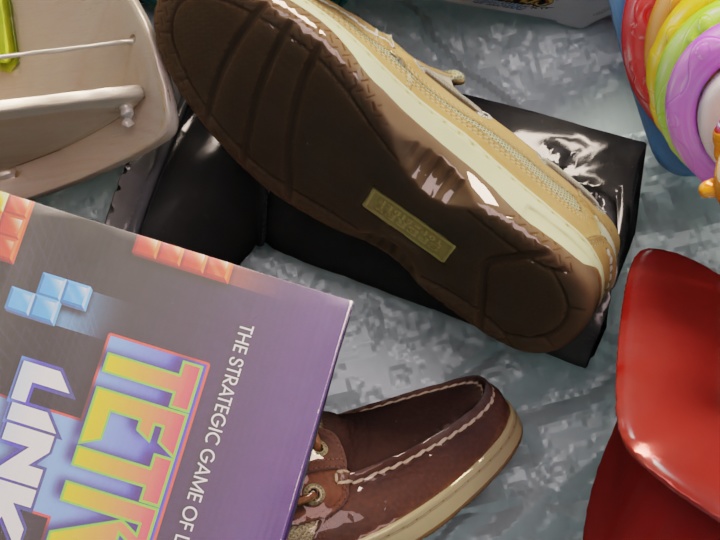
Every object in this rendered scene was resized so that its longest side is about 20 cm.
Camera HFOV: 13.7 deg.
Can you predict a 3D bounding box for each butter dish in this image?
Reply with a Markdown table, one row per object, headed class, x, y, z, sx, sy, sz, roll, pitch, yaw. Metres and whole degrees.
| class | x | y | z | sx | sy | sz | roll | pitch | yaw |
| --- | --- | --- | --- | --- | --- | --- | --- | --- | --- |
| butter dish | 0.153 | 0.113 | 1.103 | 0.199 | 0.200 | 0.148 | 31 | 113 | -6 |

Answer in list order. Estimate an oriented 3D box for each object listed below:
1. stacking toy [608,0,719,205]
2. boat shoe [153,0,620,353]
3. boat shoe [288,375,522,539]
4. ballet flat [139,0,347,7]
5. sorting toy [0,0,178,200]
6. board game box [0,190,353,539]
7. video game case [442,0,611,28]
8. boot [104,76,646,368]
| class | x | y | z | sx | sy | sz | roll | pitch | yaw |
| --- | --- | --- | --- | --- | --- | --- | --- | --- | --- |
| stacking toy | 0.144 | -0.063 | 1.084 | 0.116 | 0.200 | 0.110 | -12 | 110 | 14 |
| boat shoe | 0.012 | -0.052 | 1.127 | 0.200 | 0.072 | 0.076 | 41 | 39 | -4 |
| boat shoe | -0.035 | 0.077 | 1.125 | 0.199 | 0.072 | 0.072 | -23 | 111 | -9 |
| ballet flat | -0.098 | -0.142 | 1.205 | 0.199 | 0.073 | 0.073 | 1 | 73 | 3 |
| sorting toy | -0.193 | -0.110 | 1.128 | 0.199 | 0.107 | 0.181 | -9 | 79 | -26 |
| board game box | -0.108 | 0.083 | 1.054 | 0.165 | 0.057 | 0.201 | 16 | 67 | 0 |
| video game case | 0.023 | -0.203 | 1.186 | 0.181 | 0.045 | 0.201 | 3 | 66 | -47 |
| boot | 0.000 | -0.001 | 1.174 | 0.199 | 0.066 | 0.165 | 19 | 74 | -2 |
